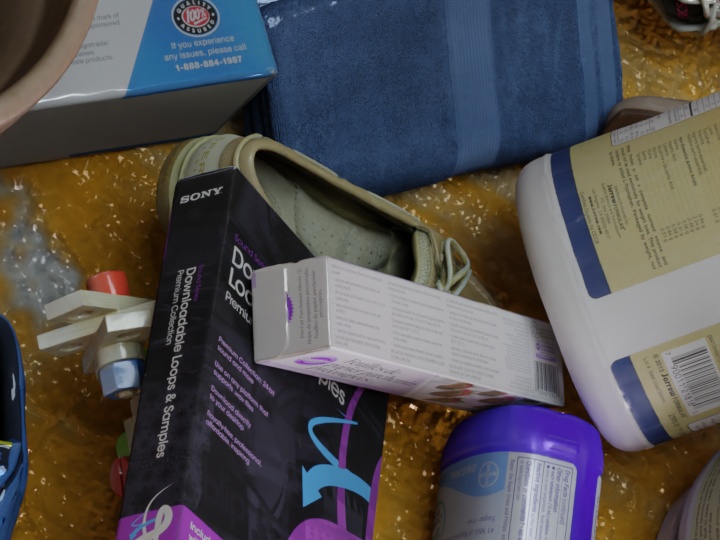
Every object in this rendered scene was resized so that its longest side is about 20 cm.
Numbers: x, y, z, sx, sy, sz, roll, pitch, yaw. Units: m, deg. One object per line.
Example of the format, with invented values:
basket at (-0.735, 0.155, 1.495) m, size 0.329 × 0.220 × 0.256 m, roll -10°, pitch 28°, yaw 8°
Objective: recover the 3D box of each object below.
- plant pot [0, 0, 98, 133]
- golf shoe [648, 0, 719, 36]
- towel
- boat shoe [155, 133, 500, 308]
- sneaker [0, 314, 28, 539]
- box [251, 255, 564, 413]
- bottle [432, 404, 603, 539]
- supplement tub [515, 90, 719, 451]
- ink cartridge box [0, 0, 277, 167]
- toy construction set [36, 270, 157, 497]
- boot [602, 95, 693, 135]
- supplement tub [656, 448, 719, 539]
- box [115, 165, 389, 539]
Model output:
plant pot at (-0.224, -0.109, 1.129) m, size 0.200 × 0.175 × 0.201 m, roll 11°, pitch 66°, yaw -25°
golf shoe at (0.195, -0.145, 1.407) m, size 0.200 × 0.077 × 0.088 m, roll 23°, pitch 64°, yaw 18°
towel at (0.033, -0.096, 1.337) m, size 0.200 × 0.049 × 0.112 m, roll -14°, pitch 109°, yaw -29°
boat shoe at (0.000, -0.003, 1.266) m, size 0.201 × 0.063 × 0.073 m, roll 35°, pitch 61°, yaw -33°
sneaker at (-0.174, 0.111, 1.160) m, size 0.066 × 0.078 × 0.201 m, roll 15°, pitch 67°, yaw -22°
box at (0.024, 0.031, 1.211) m, size 0.200 × 0.039 × 0.042 m, roll 15°, pitch 67°, yaw -57°
bottle at (0.062, 0.163, 1.248) m, size 0.065 × 0.084 × 0.201 m, roll 15°, pitch 70°, yaw -20°
supplement tub at (0.185, -0.014, 1.287) m, size 0.200 × 0.144 × 0.145 m, roll -20°, pitch 78°, yaw 10°
ink cartridge box at (-0.141, -0.157, 1.270) m, size 0.145 × 0.084 × 0.201 m, roll -10°, pitch 77°, yaw -27°
toy construction set at (-0.090, 0.101, 1.192) m, size 0.131 × 0.092 × 0.201 m, roll 0°, pitch 85°, yaw -38°
boot at (0.217, -0.081, 1.423) m, size 0.200 × 0.070 × 0.147 m, roll 29°, pitch 52°, yaw -19°
supplement tub at (0.232, 0.124, 1.275) m, size 0.145 × 0.200 × 0.145 m, roll 8°, pitch 69°, yaw -22°
box at (-0.040, 0.077, 1.159) m, size 0.143 × 0.036 × 0.200 m, roll 49°, pitch 35°, yaw -43°
